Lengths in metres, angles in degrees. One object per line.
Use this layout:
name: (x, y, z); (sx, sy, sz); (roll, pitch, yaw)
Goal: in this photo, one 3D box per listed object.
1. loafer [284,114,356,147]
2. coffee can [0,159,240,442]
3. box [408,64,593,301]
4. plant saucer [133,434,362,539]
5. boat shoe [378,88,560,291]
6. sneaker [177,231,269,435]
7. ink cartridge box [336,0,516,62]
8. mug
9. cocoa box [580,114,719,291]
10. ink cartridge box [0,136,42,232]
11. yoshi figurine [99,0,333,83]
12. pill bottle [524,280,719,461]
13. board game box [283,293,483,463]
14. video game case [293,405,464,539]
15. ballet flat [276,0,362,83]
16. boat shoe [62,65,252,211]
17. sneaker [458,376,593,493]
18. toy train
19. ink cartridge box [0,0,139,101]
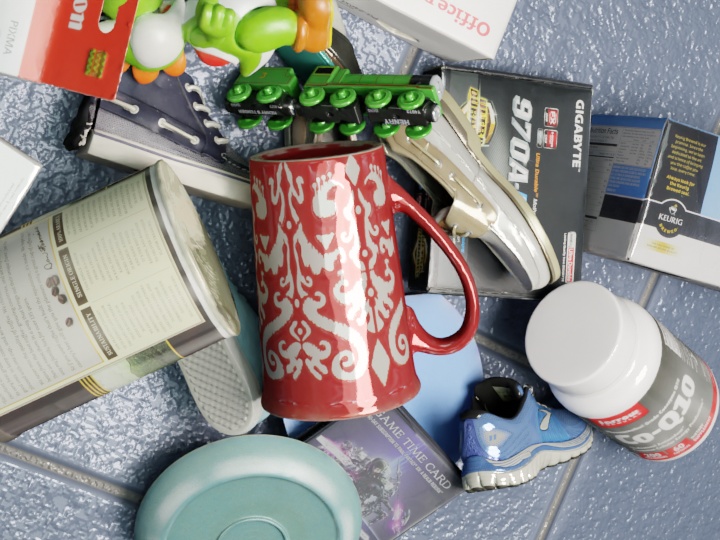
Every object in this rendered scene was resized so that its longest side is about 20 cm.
loafer: (-0.021, -0.047, 1.163); (0.071, 0.063, 0.202); (-12, 92, -25)
coffee can: (-0.210, 0.023, 1.039); (0.198, 0.147, 0.148); (-24, 107, 2)
box: (0.127, -0.075, 1.233); (0.157, 0.046, 0.203); (5, 89, -22)
plant saucer: (-0.094, 0.230, 1.169); (0.198, 0.028, 0.202); (-5, 121, -8)
boat shoe: (0.090, -0.058, 1.159); (0.068, 0.075, 0.201); (-37, 93, -15)
sneaker: (-0.125, 0.038, 1.158); (0.073, 0.082, 0.202); (-18, 90, 23)
ink cartridge box: (0.078, -0.298, 1.171); (0.144, 0.083, 0.202); (22, 89, -23)
mug: (-0.008, -0.001, 1.099); (0.176, 0.133, 0.203); (-13, 104, -30)
cocoa box: (0.312, -0.057, 1.273); (0.198, 0.133, 0.133); (14, 92, -23)
ink cartridge box: (-0.344, -0.109, 1.012); (0.199, 0.116, 0.068); (35, 85, -21)
yoshi figurine: (-0.125, -0.212, 1.045); (0.197, 0.112, 0.113); (-9, 85, -7)
pill bottle: (0.239, 0.093, 1.242); (0.199, 0.113, 0.115); (33, 84, -46)
board game box: (0.015, 0.103, 1.232); (0.198, 0.039, 0.160); (-5, 93, -24)
video game case: (-0.022, 0.199, 1.190); (0.199, 0.019, 0.143); (-37, 119, 9)
ballet flat: (-0.059, -0.216, 1.140); (0.199, 0.068, 0.069); (37, 72, -22)
boat shoe: (-0.136, -0.113, 1.118); (0.198, 0.075, 0.094); (18, 85, -24)
sneaker: (0.150, 0.135, 1.234); (0.199, 0.078, 0.090); (-12, 90, -58)
toy train: (-0.021, -0.140, 1.108); (0.057, 0.198, 0.042); (-61, 145, -38)
ink cartridge box: (-0.256, -0.224, 1.005); (0.050, 0.198, 0.164); (8, 97, -67)
